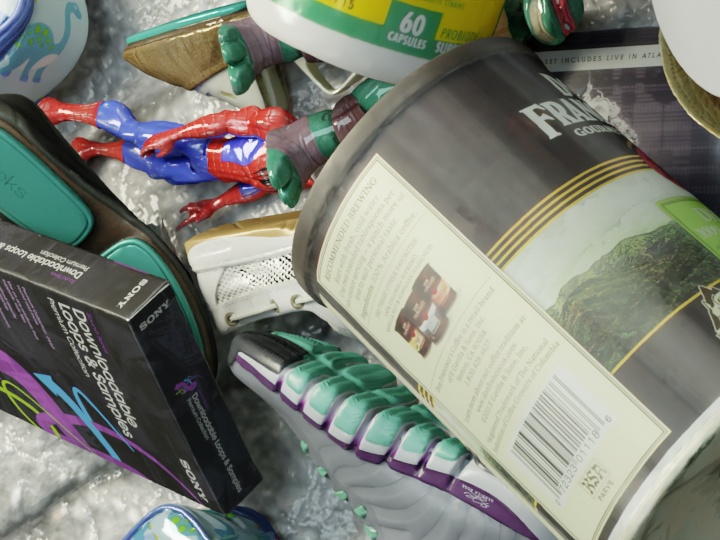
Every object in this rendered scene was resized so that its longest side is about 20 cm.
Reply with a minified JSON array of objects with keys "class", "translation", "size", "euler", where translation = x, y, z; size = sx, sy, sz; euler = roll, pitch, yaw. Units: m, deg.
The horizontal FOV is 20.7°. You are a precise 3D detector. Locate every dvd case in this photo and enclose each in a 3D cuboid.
[{"class":"dvd case","translation":[0.118,-0.020,0.982],"size":[0.148,0.016,0.201],"euler":[0,85,30]}]

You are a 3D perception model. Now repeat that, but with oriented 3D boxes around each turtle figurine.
[{"class":"turtle figurine","translation":[0.039,-0.109,0.972],"size":[0.199,0.101,0.150],"euler":[-18,97,10]}]

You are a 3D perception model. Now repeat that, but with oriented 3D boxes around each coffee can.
[{"class":"coffee can","translation":[0.089,0.019,0.833],"size":[0.200,0.146,0.146],"euler":[44,105,25]}]

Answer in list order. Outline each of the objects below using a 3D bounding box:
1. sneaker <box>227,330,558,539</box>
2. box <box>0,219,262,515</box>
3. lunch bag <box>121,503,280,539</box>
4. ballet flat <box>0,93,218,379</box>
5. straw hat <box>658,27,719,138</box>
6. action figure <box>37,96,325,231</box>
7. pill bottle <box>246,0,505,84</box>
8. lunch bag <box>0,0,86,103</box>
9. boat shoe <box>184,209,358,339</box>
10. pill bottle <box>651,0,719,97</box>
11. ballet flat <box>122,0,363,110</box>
[{"class":"sneaker","translation":[0.007,0.100,0.916],"size":[0.200,0.074,0.088],"euler":[28,104,29]},{"class":"box","translation":[-0.151,0.042,1.038],"size":[0.200,0.143,0.036],"euler":[16,52,39]},{"class":"lunch bag","translation":[-0.073,0.231,1.019],"size":[0.200,0.082,0.161],"euler":[45,104,25]},{"class":"ballet flat","translation":[-0.139,-0.019,1.066],"size":[0.068,0.068,0.200],"euler":[-32,105,22]},{"class":"straw hat","translation":[0.229,-0.063,0.883],"size":[0.201,0.201,0.085],"euler":[31,141,28]},{"class":"action figure","translation":[-0.091,-0.061,1.075],"size":[0.199,0.065,0.052],"euler":[3,52,29]},{"class":"pill bottle","translation":[0.031,-0.188,0.849],"size":[0.113,0.113,0.201],"euler":[29,110,28]},{"class":"lunch bag","translation":[-0.254,-0.171,1.155],"size":[0.161,0.082,0.200],"euler":[-37,64,20]},{"class":"boat shoe","translation":[0.000,0.000,1.018],"size":[0.200,0.071,0.070],"euler":[-8,99,38]},{"class":"pill bottle","translation":[0.225,-0.140,0.821],"size":[0.200,0.112,0.112],"euler":[-21,68,-21]},{"class":"ballet flat","translation":[-0.036,-0.124,1.060],"size":[0.200,0.068,0.073],"euler":[-20,94,21]}]
